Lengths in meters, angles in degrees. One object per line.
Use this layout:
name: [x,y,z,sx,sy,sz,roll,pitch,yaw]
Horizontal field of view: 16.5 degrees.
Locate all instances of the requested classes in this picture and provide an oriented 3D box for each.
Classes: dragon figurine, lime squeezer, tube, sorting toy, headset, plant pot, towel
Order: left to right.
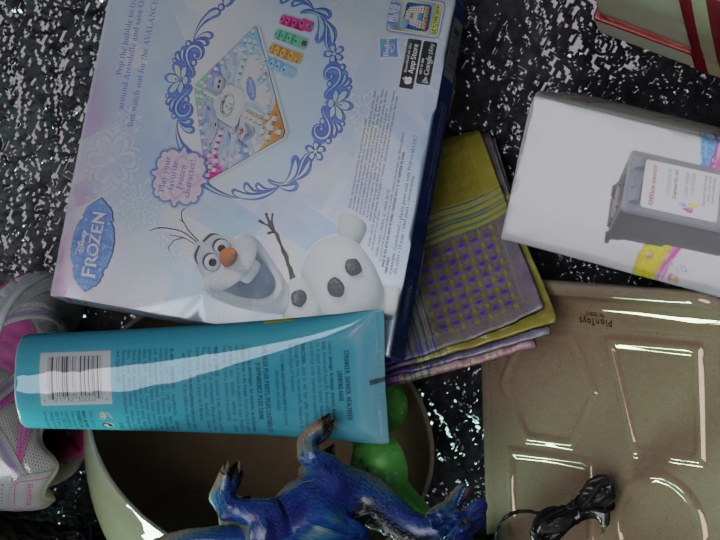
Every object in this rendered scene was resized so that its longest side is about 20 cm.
tube: [-0.085,0.059,1.334,0.199,0.050,0.078,0,117,7]
plant pot: [-0.069,0.130,1.435,0.200,0.200,0.135,31,137,12]
dragon figurine: [-0.029,0.143,1.289,0.100,0.199,0.059,53,156,29]
towel: [0.000,0.000,1.402,0.199,0.023,0.144,-14,61,1]
lime squeezer: [0.027,0.089,1.381,0.070,0.201,0.038,0,136,-8]
headset: [0.089,0.194,1.413,0.123,0.094,0.200,44,144,23]
sorting toy: [0.143,0.103,1.394,0.185,0.036,0.201,4,104,46]

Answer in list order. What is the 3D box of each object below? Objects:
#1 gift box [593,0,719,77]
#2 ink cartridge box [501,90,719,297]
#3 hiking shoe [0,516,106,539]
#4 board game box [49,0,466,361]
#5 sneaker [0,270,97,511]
gift box: [0.231,-0.194,1.277,0.184,0.187,0.201,28,86,15]
ink cartridge box: [0.192,-0.033,1.326,0.199,0.148,0.086,14,97,17]
hiking shoe: [-0.189,0.172,1.464,0.100,0.200,0.076,-11,79,16]
board game box: [-0.056,-0.065,1.372,0.198,0.043,0.201,10,86,13]
sneaker: [-0.192,0.079,1.460,0.088,0.200,0.082,14,131,4]
